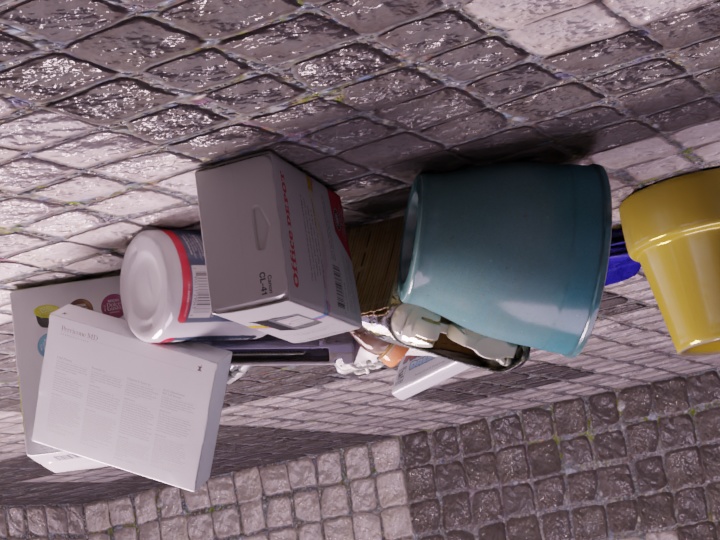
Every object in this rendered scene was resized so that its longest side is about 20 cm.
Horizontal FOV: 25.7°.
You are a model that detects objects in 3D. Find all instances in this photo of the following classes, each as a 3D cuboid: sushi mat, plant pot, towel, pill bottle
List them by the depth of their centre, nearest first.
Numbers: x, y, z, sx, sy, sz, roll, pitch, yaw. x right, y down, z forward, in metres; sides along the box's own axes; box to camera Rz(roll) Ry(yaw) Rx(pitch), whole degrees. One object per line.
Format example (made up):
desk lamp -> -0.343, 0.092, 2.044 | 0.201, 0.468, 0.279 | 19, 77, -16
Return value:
plant pot -> 0.139, -0.023, 1.613 | 0.187, 0.201, 0.200 | 8, 166, -5
sushi mat -> 0.000, 0.000, 1.698 | 0.095, 0.012, 0.200 | -11, -151, 17
pill bottle -> -0.147, 0.016, 1.707 | 0.199, 0.120, 0.119 | 0, 165, -36
plant pot -> 0.417, -0.005, 1.855 | 0.200, 0.190, 0.201 | -8, 167, -2
towel -> 0.310, -0.009, 2.082 | 0.147, 0.050, 0.200 | -8, 168, 1

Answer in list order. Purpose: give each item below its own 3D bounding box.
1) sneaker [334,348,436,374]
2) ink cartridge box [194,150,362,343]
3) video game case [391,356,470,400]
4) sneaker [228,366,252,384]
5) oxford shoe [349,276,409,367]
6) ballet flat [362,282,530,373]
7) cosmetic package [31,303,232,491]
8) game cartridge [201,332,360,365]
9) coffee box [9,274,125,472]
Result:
sneaker -> 0.014, 0.086, 1.877 | 0.199, 0.088, 0.074 | 7, 170, 36
ink cartridge box -> -0.077, -0.018, 1.538 | 0.085, 0.148, 0.200 | -13, 165, 18
video game case -> 0.124, 0.052, 1.926 | 0.024, 0.183, 0.200 | 34, 143, -21
sneaker -> -0.158, 0.053, 1.913 | 0.115, 0.075, 0.200 | 27, 128, -22
oxford shoe -> 0.058, 0.004, 1.740 | 0.073, 0.201, 0.071 | 33, 161, -8
ballet flat -> 0.091, 0.061, 1.674 | 0.199, 0.072, 0.072 | 16, 162, -11
cosmetic package -> -0.249, 0.137, 1.714 | 0.199, 0.152, 0.052 | 16, -162, 13
game cartridge -> -0.096, 0.071, 1.791 | 0.199, 0.039, 0.130 | -1, -158, 8
coffee box -> -0.297, 0.123, 1.892 | 0.199, 0.199, 0.200 | -8, 168, -4
